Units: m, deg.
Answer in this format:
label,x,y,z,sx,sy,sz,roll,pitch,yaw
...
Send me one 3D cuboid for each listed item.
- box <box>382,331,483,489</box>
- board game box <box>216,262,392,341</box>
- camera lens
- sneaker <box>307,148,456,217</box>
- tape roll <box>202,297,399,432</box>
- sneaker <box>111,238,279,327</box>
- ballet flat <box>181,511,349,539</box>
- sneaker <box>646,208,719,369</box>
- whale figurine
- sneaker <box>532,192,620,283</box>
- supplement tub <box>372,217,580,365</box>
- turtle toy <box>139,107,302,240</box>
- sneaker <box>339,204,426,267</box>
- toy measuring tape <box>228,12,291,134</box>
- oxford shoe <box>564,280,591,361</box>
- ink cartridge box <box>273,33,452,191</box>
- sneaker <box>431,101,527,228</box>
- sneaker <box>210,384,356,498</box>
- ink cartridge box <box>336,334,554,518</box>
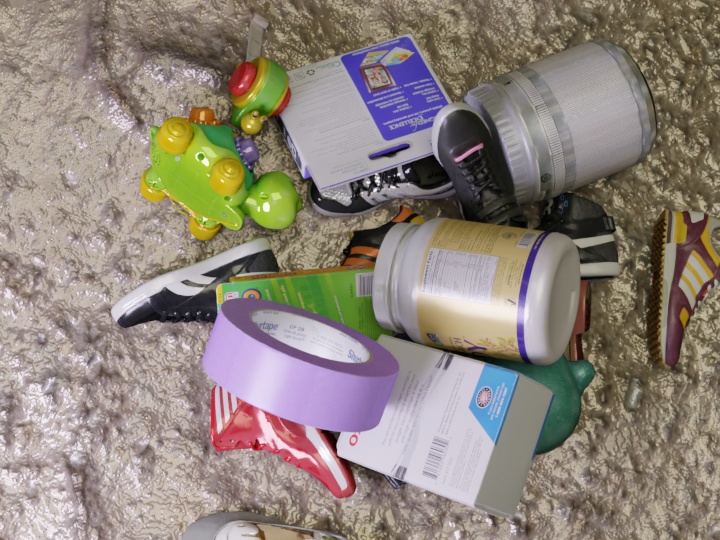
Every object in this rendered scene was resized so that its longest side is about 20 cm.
label,x,y,z,sx,sy,sz,roll,pitch,yaw
box,0.069,0.134,1.621,0.200,0.044,0.160,-37,86,-12
board game box,-0.063,0.048,1.554,0.200,0.030,0.096,-6,107,-15
camera lens,0.241,-0.177,1.644,0.200,0.160,0.160,-22,83,-11
sneaker,0.034,-0.117,1.644,0.200,0.088,0.076,-13,82,-8
tape roll,-0.062,0.097,1.448,0.200,0.200,0.066,19,103,-3
sneaker,-0.176,0.049,1.584,0.200,0.073,0.112,-24,81,-12
ballet flat,-0.102,0.310,1.555,0.200,0.064,0.068,8,78,-5
sneaker,0.402,0.024,1.670,0.090,0.075,0.200,6,79,-1
whale figurine,0.188,0.108,1.560,0.159,0.104,0.200,4,76,5
sneaker,0.213,-0.041,1.666,0.200,0.073,0.112,0,76,-16
supplement tub,0.128,0.020,1.506,0.200,0.145,0.146,8,76,24
turtle toy,-0.162,-0.111,1.603,0.200,0.146,0.101,37,55,0
sneaker,0.000,0.000,1.635,0.200,0.070,0.090,-34,66,-10
toy measuring tape,-0.113,-0.243,1.622,0.073,0.074,0.200,9,53,-5
oxford shoe,0.230,0.109,1.641,0.075,0.070,0.200,6,86,16
ink cartridge box,0.008,-0.180,1.634,0.198,0.043,0.200,-18,53,-11
sneaker,0.142,-0.099,1.559,0.071,0.200,0.099,-28,44,-5
sneaker,-0.099,0.199,1.584,0.115,0.078,0.200,-36,80,1
ink cartridge box,0.090,0.166,1.490,0.086,0.200,0.147,27,80,-46
